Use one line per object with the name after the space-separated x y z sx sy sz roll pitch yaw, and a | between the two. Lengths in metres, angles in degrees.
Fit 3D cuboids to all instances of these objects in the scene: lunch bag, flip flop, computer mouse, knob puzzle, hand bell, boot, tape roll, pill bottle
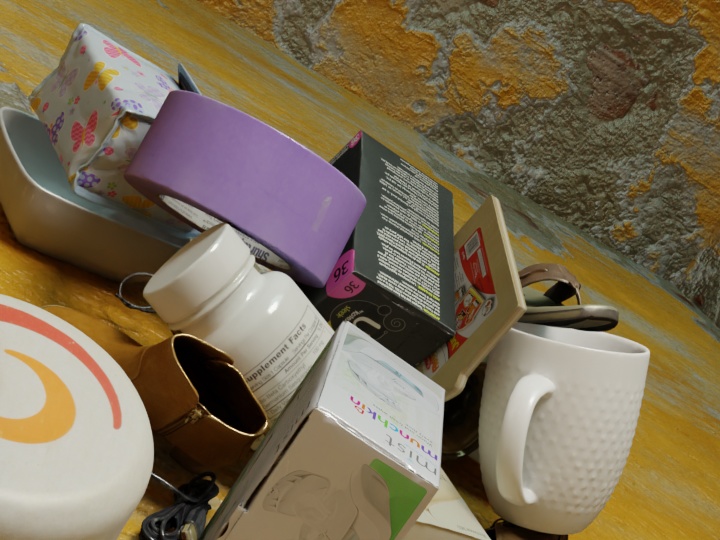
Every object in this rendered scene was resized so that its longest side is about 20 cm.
-0.205 -0.132 1.231 0.199 0.127 0.170 28 20 -44 | lunch bag
0.173 0.020 1.179 0.080 0.058 0.200 8 6 -21 | flip flop
-0.193 0.130 0.885 0.199 0.044 0.110 39 19 -8 | computer mouse
0.085 0.053 1.169 0.030 0.221 0.220 28 16 -22 | knob puzzle
0.044 0.097 1.261 0.104 0.105 0.199 18 11 -48 | hand bell
0.144 0.253 1.153 0.076 0.073 0.200 48 16 -5 | boot
-0.161 0.072 0.934 0.201 0.144 0.071 39 57 -2 | boot
-0.100 -0.069 1.078 0.198 0.086 0.200 27 -8 4 | tape roll
-0.081 0.066 1.005 0.201 0.114 0.115 52 10 -16 | pill bottle

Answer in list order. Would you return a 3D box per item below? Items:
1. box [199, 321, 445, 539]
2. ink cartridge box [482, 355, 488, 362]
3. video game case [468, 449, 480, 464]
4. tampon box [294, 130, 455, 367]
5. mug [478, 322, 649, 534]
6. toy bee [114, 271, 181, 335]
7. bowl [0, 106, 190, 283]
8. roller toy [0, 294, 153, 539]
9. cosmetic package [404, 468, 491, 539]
-0.037 0.159 0.819 0.096 0.201 0.177 33 14 -4 | box
0.094 0.065 1.355 0.117 0.067 0.200 39 -8 8 | ink cartridge box
0.128 0.169 1.378 0.199 0.022 0.182 36 14 -12 | video game case
0.000 0.000 1.203 0.126 0.150 0.201 31 38 -23 | tampon box
0.169 0.146 1.127 0.146 0.178 0.199 13 7 26 | mug
-0.135 0.064 1.085 0.198 0.109 0.132 26 59 -2 | toy bee
-0.281 -0.066 1.240 0.199 0.075 0.200 23 19 -35 | bowl
-0.216 0.116 0.678 0.200 0.140 0.182 43 27 22 | roller toy
0.022 0.192 1.098 0.103 0.073 0.200 24 17 -37 | cosmetic package
